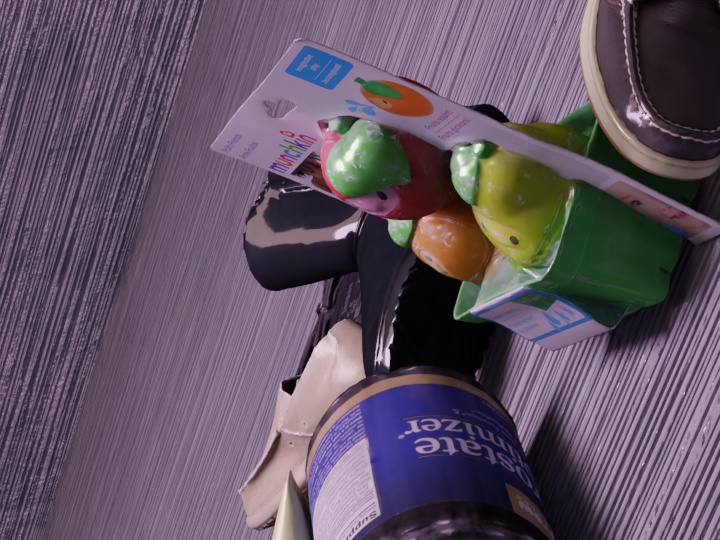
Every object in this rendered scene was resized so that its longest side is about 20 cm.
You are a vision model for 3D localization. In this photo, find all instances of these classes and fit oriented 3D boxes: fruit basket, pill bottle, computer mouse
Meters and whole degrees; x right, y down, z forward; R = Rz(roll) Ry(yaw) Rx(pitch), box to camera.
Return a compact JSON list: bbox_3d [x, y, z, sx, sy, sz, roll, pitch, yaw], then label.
[{"bbox_3d":[0.039,-0.033,0.839,0.185,0.198,0.095,149,136,-71],"label":"fruit basket"},{"bbox_3d":[0.036,0.136,0.856,0.200,0.111,0.113,-105,33,-64],"label":"pill bottle"},{"bbox_3d":[0.016,-0.001,1.250,0.200,0.046,0.142,130,158,-60],"label":"computer mouse"}]

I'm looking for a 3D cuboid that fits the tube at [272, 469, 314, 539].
[{"bbox_3d":[-0.033,0.201,0.885,0.058,0.052,0.201,-50,27,47],"label":"tube"}]

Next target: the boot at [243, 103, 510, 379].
[{"bbox_3d":[0.000,0.000,1.095,0.167,0.076,0.202,-10,55,43],"label":"boot"}]

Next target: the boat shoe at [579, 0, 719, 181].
[{"bbox_3d":[0.140,-0.131,0.806,0.066,0.071,0.202,113,170,-51],"label":"boat shoe"}]

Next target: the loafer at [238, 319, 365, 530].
[{"bbox_3d":[-0.024,0.099,1.205,0.069,0.075,0.200,59,136,21],"label":"loafer"}]
